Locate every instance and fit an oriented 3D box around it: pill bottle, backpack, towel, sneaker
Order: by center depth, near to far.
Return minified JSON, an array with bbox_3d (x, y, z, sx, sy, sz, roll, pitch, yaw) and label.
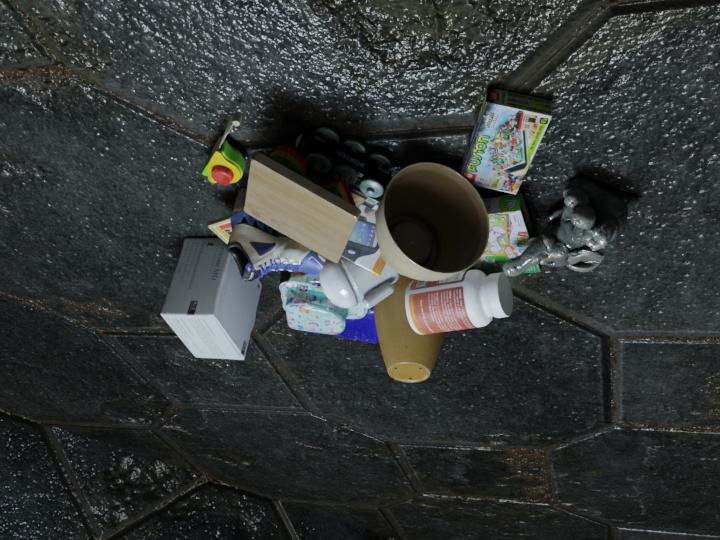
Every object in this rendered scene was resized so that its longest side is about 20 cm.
[{"bbox_3d":[-0.172,-0.020,1.487,0.197,0.117,0.081,26,148,-13],"label":"sneaker"},{"bbox_3d":[0.196,0.061,1.563,0.197,0.114,0.112,-10,143,31],"label":"pill bottle"},{"bbox_3d":[-0.076,0.051,1.716,0.195,0.154,0.178,3,155,-1],"label":"backpack"},{"bbox_3d":[-0.045,0.119,1.896,0.195,0.050,0.149,6,148,8],"label":"towel"}]

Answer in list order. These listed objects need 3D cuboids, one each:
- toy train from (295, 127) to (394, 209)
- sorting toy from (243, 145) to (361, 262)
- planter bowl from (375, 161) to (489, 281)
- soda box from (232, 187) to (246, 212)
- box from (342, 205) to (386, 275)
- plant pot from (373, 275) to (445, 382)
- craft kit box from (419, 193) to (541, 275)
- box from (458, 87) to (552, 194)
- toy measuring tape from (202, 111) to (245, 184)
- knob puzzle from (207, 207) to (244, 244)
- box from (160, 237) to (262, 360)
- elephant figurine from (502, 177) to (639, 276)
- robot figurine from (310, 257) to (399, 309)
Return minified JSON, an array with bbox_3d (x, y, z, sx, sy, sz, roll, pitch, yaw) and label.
[{"bbox_3d":[-0.033,-0.176,1.406,0.197,0.087,0.114,24,150,-15],"label":"toy train"},{"bbox_3d":[-0.095,-0.124,1.374,0.197,0.070,0.199,29,156,0],"label":"sorting toy"},{"bbox_3d":[0.108,-0.068,1.378,0.197,0.204,0.135,19,155,-13],"label":"planter bowl"},{"bbox_3d":[-0.208,-0.081,1.625,0.067,0.065,0.201,6,148,8],"label":"soda box"},{"bbox_3d":[-0.024,-0.089,1.494,0.197,0.121,0.042,26,-172,-12],"label":"box"},{"bbox_3d":[0.108,0.132,1.715,0.182,0.203,0.188,4,147,3],"label":"plant pot"},{"bbox_3d":[0.233,-0.061,1.508,0.194,0.049,0.201,-2,145,25],"label":"craft kit box"},{"bbox_3d":[0.237,-0.211,1.314,0.108,0.035,0.201,11,148,0],"label":"box"},{"bbox_3d":[-0.230,-0.211,1.426,0.072,0.075,0.200,23,146,-18],"label":"toy measuring tape"},{"bbox_3d":[-0.178,-0.055,1.568,0.215,0.031,0.221,7,146,4],"label":"knob puzzle"},{"bbox_3d":[-0.324,0.064,1.754,0.128,0.202,0.201,0,146,15],"label":"box"},{"bbox_3d":[0.374,-0.060,1.418,0.153,0.143,0.201,29,139,-1],"label":"elephant figurine"},{"bbox_3d":[0.000,0.000,1.587,0.198,0.170,0.114,-29,143,-9],"label":"robot figurine"}]
